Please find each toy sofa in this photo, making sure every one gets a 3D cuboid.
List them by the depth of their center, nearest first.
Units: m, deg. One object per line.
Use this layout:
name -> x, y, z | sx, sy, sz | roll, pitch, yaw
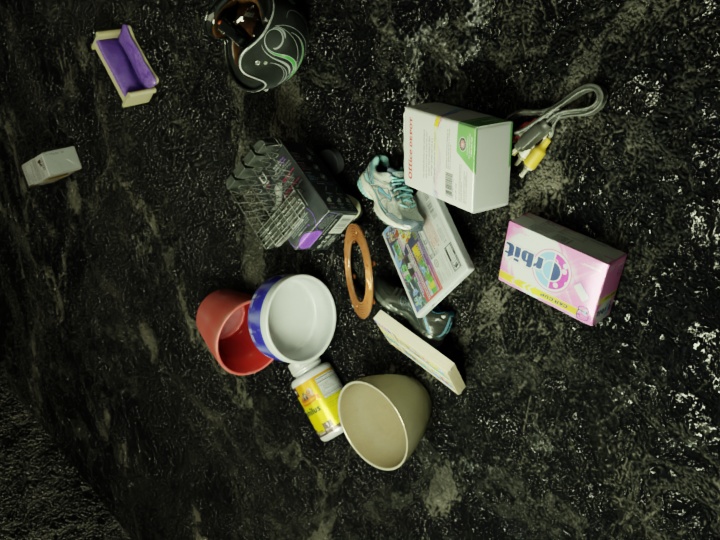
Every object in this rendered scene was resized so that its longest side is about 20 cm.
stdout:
toy sofa -> -0.619, -0.541, 2.036 | 0.097, 0.083, 0.201 | -35, 81, 50

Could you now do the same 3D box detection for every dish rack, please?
dish rack -> -0.181, -0.151, 1.550 | 0.153, 0.054, 0.201 | -45, 69, 30

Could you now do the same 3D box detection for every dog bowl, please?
dog bowl -> -0.154, 0.108, 1.757 | 0.079, 0.199, 0.202 | 2, 109, 49

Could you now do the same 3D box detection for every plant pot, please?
plant pot -> -0.317, 0.141, 1.966 | 0.177, 0.199, 0.202 | 26, 126, 48

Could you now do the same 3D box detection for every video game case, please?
video game case -> 0.125, -0.040, 1.486 | 0.182, 0.023, 0.201 | -48, 55, 46

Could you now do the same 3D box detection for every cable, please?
cable -> 0.307, -0.243, 1.244 | 0.200, 0.050, 0.098 | -38, 62, 36

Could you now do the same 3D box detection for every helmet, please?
helmet -> -0.199, -0.462, 1.548 | 0.199, 0.191, 0.202 | -4, 77, 19

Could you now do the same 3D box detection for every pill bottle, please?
pill bottle -> -0.092, 0.296, 1.848 | 0.109, 0.109, 0.201 | -38, 79, 48

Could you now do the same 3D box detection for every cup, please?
cup -> 0.070, 0.302, 1.653 | 0.200, 0.143, 0.202 | 21, 122, 39

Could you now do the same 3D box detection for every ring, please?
ring -> 0.000, 0.000, 1.624 | 0.200, 0.019, 0.202 | 172, 90, -75

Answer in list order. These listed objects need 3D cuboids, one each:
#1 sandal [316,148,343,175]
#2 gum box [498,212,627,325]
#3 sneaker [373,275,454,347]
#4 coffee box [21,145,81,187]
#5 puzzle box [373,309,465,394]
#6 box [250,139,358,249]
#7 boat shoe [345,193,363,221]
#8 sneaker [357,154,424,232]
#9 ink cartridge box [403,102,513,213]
sandal -> -0.116, -0.217, 1.684 | 0.200, 0.043, 0.077 | -22, 91, 49
gum box -> 0.328, -0.008, 1.293 | 0.199, 0.066, 0.114 | 29, 126, 35
sneaker -> 0.108, 0.064, 1.573 | 0.200, 0.073, 0.082 | 40, 114, 22
coffee box -> -1.007, -0.336, 2.520 | 0.199, 0.113, 0.080 | -9, 101, 49
puzzle box -> 0.121, 0.166, 1.570 | 0.200, 0.025, 0.133 | 35, 167, 31
box -> -0.118, -0.154, 1.600 | 0.122, 0.106, 0.201 | -46, 67, 28
boat shoe -> -0.074, -0.125, 1.674 | 0.200, 0.063, 0.074 | -3, 75, 34
sneaker -> 0.062, -0.150, 1.482 | 0.200, 0.077, 0.087 | 51, 127, 38
ink cartridge box -> 0.163, -0.200, 1.334 | 0.200, 0.084, 0.146 | 32, 130, 52
